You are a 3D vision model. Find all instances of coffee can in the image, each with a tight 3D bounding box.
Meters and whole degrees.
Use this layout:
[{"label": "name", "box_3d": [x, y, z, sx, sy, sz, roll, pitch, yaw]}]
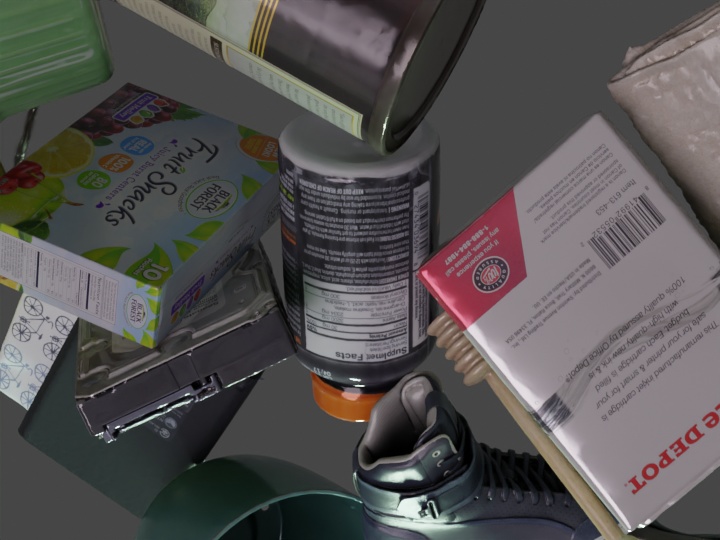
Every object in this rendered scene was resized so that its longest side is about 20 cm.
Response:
[{"label": "coffee can", "box_3d": [-0.036, -0.179, 0.917, 0.198, 0.147, 0.147, 29, 128, 9]}]

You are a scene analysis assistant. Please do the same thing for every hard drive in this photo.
[{"label": "hard drive", "box_3d": [-0.172, 0.099, 1.204, 0.139, 0.033, 0.201, 34, 128, -2]}, {"label": "hard drive", "box_3d": [-0.119, 0.034, 1.031, 0.138, 0.200, 0.038, -25, 110, 0]}]

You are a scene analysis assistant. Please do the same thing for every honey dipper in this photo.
[{"label": "honey dipper", "box_3d": [0.113, 0.107, 0.995, 0.201, 0.038, 0.038, 55, 130, 14]}]

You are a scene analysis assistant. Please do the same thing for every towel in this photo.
[{"label": "towel", "box_3d": [0.246, -0.067, 0.913, 0.132, 0.035, 0.201, -27, 105, 38]}]

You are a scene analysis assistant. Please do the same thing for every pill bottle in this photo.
[{"label": "pill bottle", "box_3d": [0.000, 0.000, 1.034, 0.105, 0.106, 0.202, 12, 124, 20]}]

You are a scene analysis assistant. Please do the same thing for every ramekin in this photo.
[{"label": "ramekin", "box_3d": [-0.219, -0.195, 0.971, 0.096, 0.200, 0.202, -14, 117, -6]}]

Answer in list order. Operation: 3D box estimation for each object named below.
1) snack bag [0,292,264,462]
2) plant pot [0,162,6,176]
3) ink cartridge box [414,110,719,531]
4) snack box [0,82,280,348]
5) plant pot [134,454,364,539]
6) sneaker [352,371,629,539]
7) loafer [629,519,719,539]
[{"label": "snack bag", "box_3d": [-0.190, 0.083, 1.237, 0.199, 0.021, 0.189, 35, 128, 4]}, {"label": "plant pot", "box_3d": [-0.336, -0.040, 1.150, 0.140, 0.200, 0.202, -22, 110, 7]}, {"label": "ink cartridge box", "box_3d": [0.150, 0.029, 0.937, 0.144, 0.084, 0.201, -40, 90, 6]}, {"label": "snack box", "box_3d": [-0.144, -0.042, 1.021, 0.141, 0.200, 0.053, 22, 126, 13]}, {"label": "plant pot", "box_3d": [-0.082, 0.229, 1.157, 0.161, 0.199, 0.203, 27, 139, 59]}, {"label": "sneaker", "box_3d": [0.092, 0.130, 1.037, 0.199, 0.077, 0.148, -12, 128, 0]}, {"label": "loafer", "box_3d": [0.222, 0.216, 1.078, 0.198, 0.063, 0.073, 17, 126, 18]}]
